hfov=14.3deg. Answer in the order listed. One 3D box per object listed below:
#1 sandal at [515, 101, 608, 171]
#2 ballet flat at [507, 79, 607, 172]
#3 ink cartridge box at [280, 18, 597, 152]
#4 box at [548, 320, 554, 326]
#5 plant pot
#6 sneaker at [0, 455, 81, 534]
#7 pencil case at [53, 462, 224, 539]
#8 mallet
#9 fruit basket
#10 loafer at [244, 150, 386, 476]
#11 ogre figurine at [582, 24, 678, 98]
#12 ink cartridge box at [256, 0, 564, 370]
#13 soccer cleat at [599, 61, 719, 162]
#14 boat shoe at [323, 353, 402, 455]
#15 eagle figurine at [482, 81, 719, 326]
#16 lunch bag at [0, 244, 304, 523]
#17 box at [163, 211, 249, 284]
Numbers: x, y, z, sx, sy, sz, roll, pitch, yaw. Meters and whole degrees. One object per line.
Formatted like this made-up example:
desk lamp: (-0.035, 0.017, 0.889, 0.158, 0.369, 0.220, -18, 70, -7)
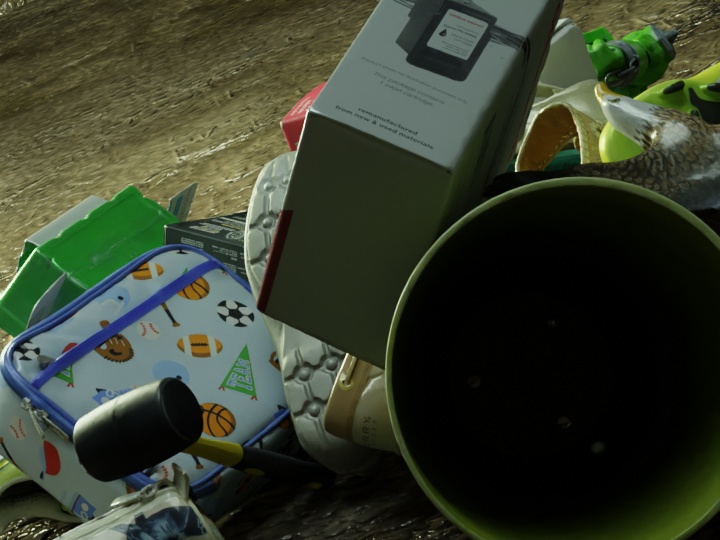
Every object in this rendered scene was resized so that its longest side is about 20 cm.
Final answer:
sandal: (0.123, -0.064, 1.700, 0.077, 0.070, 0.212, -10, 17, 36)
ballet flat: (0.068, -0.084, 1.834, 0.199, 0.070, 0.070, -9, 18, 13)
ink cartridge box: (0.067, -0.070, 1.933, 0.199, 0.148, 0.086, -13, 16, 31)
box: (0.201, -0.003, 1.714, 0.199, 0.049, 0.161, -8, 18, 39)
plant pot: (0.100, 0.052, 1.462, 0.186, 0.188, 0.200, -22, -1, -3)
sneaker: (-0.154, 0.117, 1.766, 0.199, 0.076, 0.077, -14, 52, 0)
pencil case: (-0.163, 0.178, 1.499, 0.199, 0.090, 0.078, -25, 13, -10)
mallet: (-0.083, 0.104, 1.577, 0.066, 0.041, 0.200, -21, -23, 20)
fruit basket: (-0.188, 0.046, 1.865, 0.185, 0.094, 0.200, -39, -15, -47)
loafer: (-0.022, 0.026, 1.666, 0.070, 0.201, 0.070, -15, -27, 13)
ogre figurine: (0.157, -0.123, 2.075, 0.120, 0.098, 0.200, -26, -29, -35)
ink cartridge box: (0.030, -0.071, 1.507, 0.083, 0.146, 0.200, 23, 43, 7)
soccer cleat: (0.212, -0.091, 1.723, 0.200, 0.065, 0.084, -28, -3, -35)
boat shoe: (0.021, 0.011, 1.600, 0.066, 0.074, 0.201, 6, 52, 8)
eagle figurine: (0.165, -0.047, 1.561, 0.200, 0.152, 0.151, -41, 30, -16)
lunch bag: (-0.120, 0.071, 1.675, 0.200, 0.160, 0.076, -34, -23, -47)
box: (0.000, 0.000, 1.796, 0.199, 0.044, 0.160, 14, 17, 38)
